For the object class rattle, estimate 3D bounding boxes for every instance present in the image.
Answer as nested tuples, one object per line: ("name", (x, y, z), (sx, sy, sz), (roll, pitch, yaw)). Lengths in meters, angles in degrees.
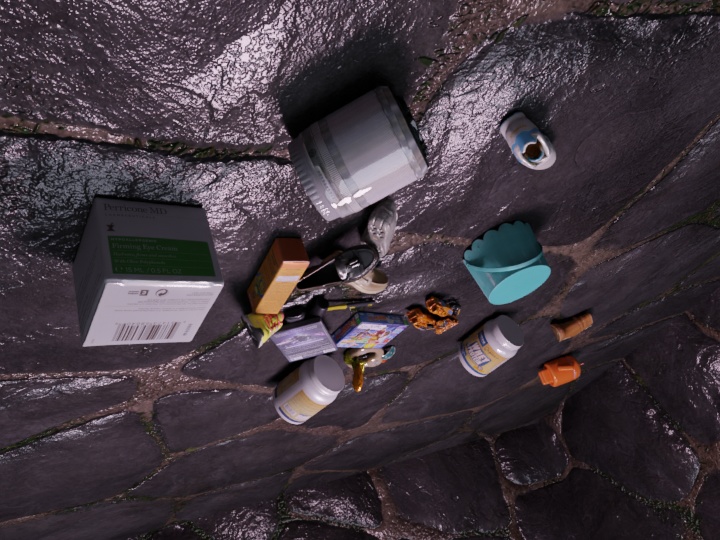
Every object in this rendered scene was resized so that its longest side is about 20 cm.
("rattle", (0.049, 0.304, 1.864), (0.130, 0.143, 0.199), (-49, 138, 13))

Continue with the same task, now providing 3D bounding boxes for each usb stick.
("usb stick", (-0.162, 0.155, 1.571), (0.055, 0.033, 0.201), (-16, 151, -8))

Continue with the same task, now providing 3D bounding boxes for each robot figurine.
("robot figurine", (0.224, 0.139, 1.782), (0.144, 0.059, 0.199), (-33, 149, 21))
("robot figurine", (0.924, 0.462, 2.741), (0.198, 0.117, 0.145), (-19, 127, -6))

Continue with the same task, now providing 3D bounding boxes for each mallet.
("mallet", (-0.051, 0.099, 1.556), (0.199, 0.041, 0.066), (1, 145, -42))

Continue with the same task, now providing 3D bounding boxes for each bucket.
("bucket", (0.386, -0.016, 1.557), (0.205, 0.136, 0.208), (-18, 151, -11))

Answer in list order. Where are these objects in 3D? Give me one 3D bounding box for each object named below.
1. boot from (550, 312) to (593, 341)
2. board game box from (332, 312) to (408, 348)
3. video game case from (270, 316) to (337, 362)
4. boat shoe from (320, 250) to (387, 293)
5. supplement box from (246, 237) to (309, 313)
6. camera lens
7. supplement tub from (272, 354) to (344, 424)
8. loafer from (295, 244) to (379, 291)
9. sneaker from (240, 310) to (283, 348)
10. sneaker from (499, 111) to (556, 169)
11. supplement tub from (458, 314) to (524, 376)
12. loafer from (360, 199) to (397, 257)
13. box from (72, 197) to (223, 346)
("boot", (0.820, 0.211, 2.303), (0.154, 0.074, 0.200), (-29, 162, 15))
("board game box", (0.028, 0.177, 1.734), (0.199, 0.035, 0.135), (10, 138, -45))
("video game case", (-0.150, 0.186, 1.577), (0.141, 0.019, 0.201), (-14, 149, 4))
("boat shoe", (0.000, 0.000, 1.388), (0.199, 0.073, 0.065), (18, 131, -40))
("supplement box", (-0.181, 0.016, 1.292), (0.068, 0.067, 0.200), (-2, 144, -32))
("camera lens", (0.002, -0.191, 0.975), (0.198, 0.161, 0.160), (-27, 151, 9))
("supplement tub", (-0.155, 0.357, 1.796), (0.144, 0.146, 0.200), (13, 136, -46))
("loafer", (-0.052, 0.004, 1.284), (0.198, 0.073, 0.063), (-23, -175, 23))
("sneaker", (-0.221, 0.119, 1.382), (0.090, 0.079, 0.200), (-26, -172, -7))
("sneaker", (0.350, -0.242, 1.213), (0.076, 0.081, 0.199), (-38, 148, 24))
("supplement tub", (0.447, 0.258, 2.045), (0.144, 0.146, 0.200), (5, 141, -39))
("loafer", (0.044, -0.086, 1.274), (0.070, 0.070, 0.200), (-57, 177, -20))
("box", (-0.373, 0.008, 1.037), (0.197, 0.173, 0.200), (2, 142, -37))
